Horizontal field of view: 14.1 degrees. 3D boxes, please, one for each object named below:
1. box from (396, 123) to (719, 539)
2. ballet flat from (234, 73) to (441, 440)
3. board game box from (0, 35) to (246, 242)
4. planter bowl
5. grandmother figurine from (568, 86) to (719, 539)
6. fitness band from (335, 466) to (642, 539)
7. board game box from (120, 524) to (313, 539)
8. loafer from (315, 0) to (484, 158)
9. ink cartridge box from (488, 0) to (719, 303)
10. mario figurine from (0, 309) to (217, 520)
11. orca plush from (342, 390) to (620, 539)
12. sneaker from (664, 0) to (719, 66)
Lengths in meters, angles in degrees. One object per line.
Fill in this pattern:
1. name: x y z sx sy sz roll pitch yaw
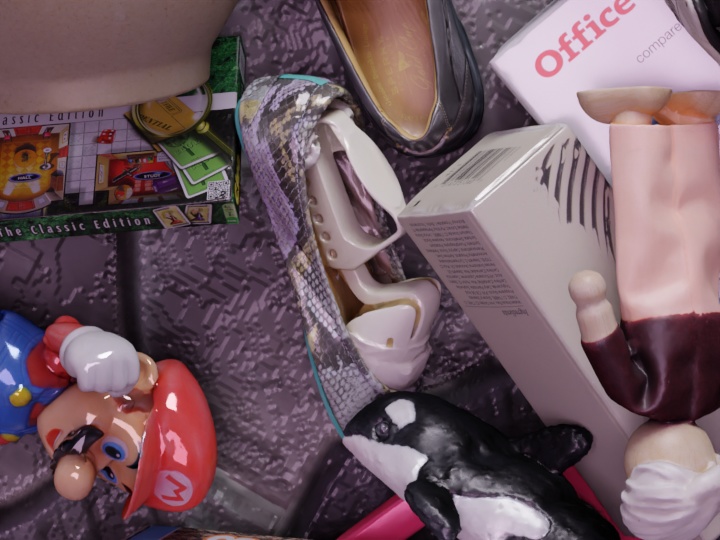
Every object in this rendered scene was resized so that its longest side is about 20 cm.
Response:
1. box: 0.110 0.031 1.353 0.068 0.082 0.200 -41 106 -19
2. ballet flat: 0.000 0.000 1.382 0.072 0.072 0.200 -17 103 8
3. board game box: -0.156 -0.060 1.401 0.200 0.105 0.023 -5 141 7
4. planter bowl: -0.133 -0.146 1.338 0.200 0.200 0.135 -4 104 7
5. grandmother figurine: 0.138 0.021 1.291 0.121 0.061 0.200 1 87 -25
6. fitness band: 0.056 0.171 1.430 0.200 0.037 0.144 -36 89 8
7. board game box: -0.031 0.216 1.374 0.200 0.097 0.159 4 102 23
8. loafer: 0.005 -0.148 1.377 0.073 0.072 0.200 -25 93 10
9. ink cartridge box: 0.178 -0.070 1.362 0.146 0.086 0.200 -41 92 9
10. mario figurine: -0.164 0.065 1.401 0.200 0.123 0.106 26 86 7
11. orca plush: 0.082 0.103 1.327 0.200 0.105 0.071 39 101 42
12. sneaker: 0.153 -0.144 1.271 0.200 0.088 0.076 43 100 4
